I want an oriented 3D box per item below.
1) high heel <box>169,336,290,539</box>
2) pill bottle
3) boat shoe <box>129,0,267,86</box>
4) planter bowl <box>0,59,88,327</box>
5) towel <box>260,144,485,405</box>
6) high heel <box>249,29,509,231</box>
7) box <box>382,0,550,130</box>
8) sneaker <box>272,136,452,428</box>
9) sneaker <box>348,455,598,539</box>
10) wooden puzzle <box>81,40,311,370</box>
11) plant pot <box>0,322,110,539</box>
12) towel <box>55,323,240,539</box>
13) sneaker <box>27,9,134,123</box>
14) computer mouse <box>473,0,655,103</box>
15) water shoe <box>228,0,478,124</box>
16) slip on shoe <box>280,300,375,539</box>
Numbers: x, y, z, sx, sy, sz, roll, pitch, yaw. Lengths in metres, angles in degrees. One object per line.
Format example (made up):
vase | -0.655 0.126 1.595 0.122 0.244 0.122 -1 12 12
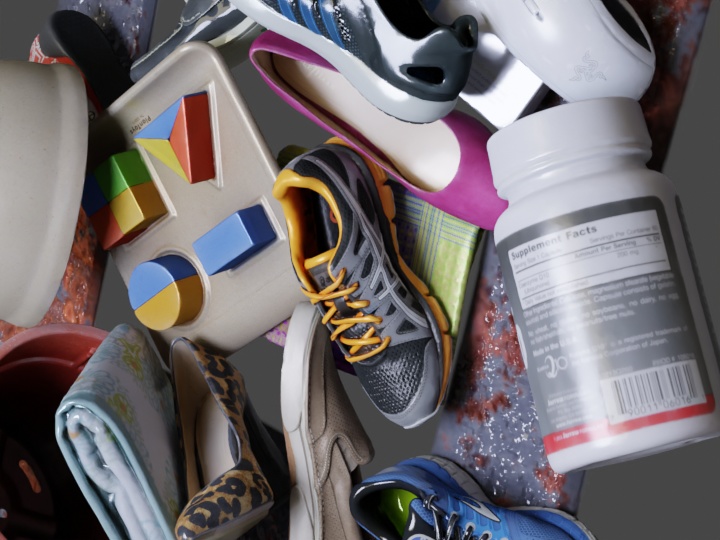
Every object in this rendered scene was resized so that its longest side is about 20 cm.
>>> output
high heel | -0.116 0.118 1.175 0.071 0.200 0.143 -37 86 15
pill bottle | 0.143 0.009 1.007 0.113 0.113 0.202 -22 76 41
boat shoe | -0.095 -0.192 1.248 0.199 0.072 0.068 -32 79 30
planter bowl | -0.295 -0.067 1.270 0.200 0.134 0.202 -170 90 -66
towel | 0.000 0.000 1.203 0.199 0.023 0.145 20 104 40
high heel | 0.017 -0.089 1.093 0.200 0.096 0.067 46 118 8
box | 0.096 -0.206 1.059 0.144 0.036 0.201 40 116 10
sneaker | -0.005 0.012 1.135 0.078 0.077 0.202 -26 84 37
sneaker | 0.070 0.181 1.098 0.199 0.089 0.079 19 106 41
wooden puzzle | -0.129 -0.037 1.238 0.185 0.046 0.201 -32 87 38
plant pot | -0.264 0.167 1.353 0.195 0.200 0.203 -28 73 48
towel | -0.148 0.152 1.219 0.048 0.171 0.201 -22 103 7
sneaker | -0.213 -0.099 1.372 0.202 0.067 0.108 59 136 19
computer mouse | 0.098 -0.176 1.022 0.200 0.044 0.110 49 117 5
water shoe | -0.010 -0.175 1.059 0.199 0.071 0.079 37 126 12
slip on shoe | -0.019 0.120 1.186 0.060 0.076 0.202 1 98 9
